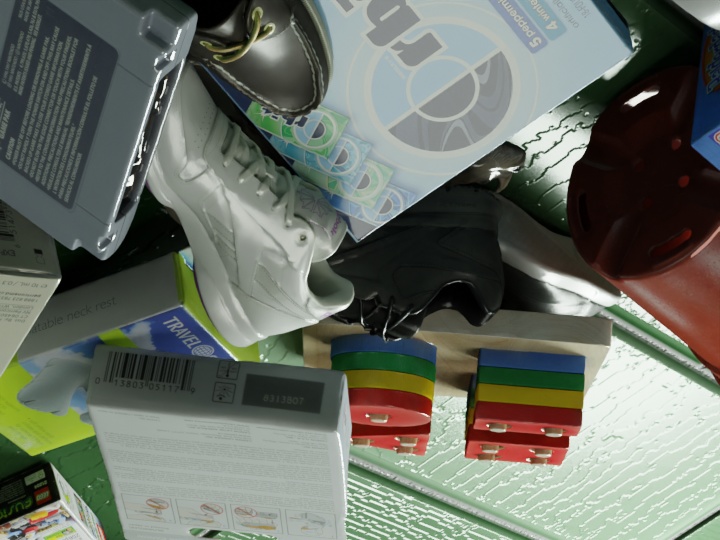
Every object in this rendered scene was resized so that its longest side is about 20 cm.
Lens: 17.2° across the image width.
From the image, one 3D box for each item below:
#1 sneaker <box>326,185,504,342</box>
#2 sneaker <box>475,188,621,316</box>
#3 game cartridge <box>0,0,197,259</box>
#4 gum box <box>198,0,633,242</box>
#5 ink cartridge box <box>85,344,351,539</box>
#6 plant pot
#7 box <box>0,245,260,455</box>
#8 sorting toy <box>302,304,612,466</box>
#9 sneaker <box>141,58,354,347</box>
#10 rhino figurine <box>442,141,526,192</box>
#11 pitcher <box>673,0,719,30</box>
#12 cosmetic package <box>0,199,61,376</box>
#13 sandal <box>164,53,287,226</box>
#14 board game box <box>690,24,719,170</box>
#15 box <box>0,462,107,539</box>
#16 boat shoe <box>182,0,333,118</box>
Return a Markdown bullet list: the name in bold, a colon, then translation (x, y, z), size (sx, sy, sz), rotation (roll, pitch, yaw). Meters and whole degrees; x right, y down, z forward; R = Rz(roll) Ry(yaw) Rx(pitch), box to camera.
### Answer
- **sneaker**: translation (0.000, 0.000, 1.467), size (0.198, 0.092, 0.076), rotation (-5, 160, -14)
- **sneaker**: translation (0.094, 0.012, 1.631), size (0.099, 0.071, 0.200), rotation (-40, 146, 18)
- **game cartridge**: translation (-0.166, -0.105, 1.283), size (0.042, 0.133, 0.201), rotation (-43, 166, -38)
- **gum box**: translation (0.025, -0.136, 1.349), size (0.199, 0.045, 0.170), rotation (-33, 116, 18)
- **ink cartridge box**: translation (-0.086, 0.121, 1.550), size (0.161, 0.057, 0.200), rotation (5, 154, 5)
- **plant pot**: translation (0.251, -0.028, 1.572), size (0.200, 0.202, 0.195), rotation (-39, 135, 24)
- **box**: translation (-0.157, 0.052, 1.545), size (0.199, 0.048, 0.122), rotation (-19, 148, 16)
- **sorting toy**: translation (0.058, 0.080, 1.594), size (0.197, 0.070, 0.200), rotation (4, 166, 0)
- **sneaker**: translation (-0.064, -0.048, 1.363), size (0.099, 0.075, 0.201), rotation (-10, 128, 18)
- **rhino figurine**: translation (0.043, -0.090, 1.474), size (0.087, 0.060, 0.200), rotation (-27, 149, 18)
- **pitcher**: translation (0.253, -0.234, 1.355), size (0.200, 0.121, 0.171), rotation (-50, 154, 19)
- **cosmetic package**: translation (-0.263, 0.026, 1.430), size (0.087, 0.104, 0.200), rotation (6, 136, -32)
- **sandal**: translation (-0.087, -0.067, 1.439), size (0.081, 0.055, 0.201), rotation (-19, 146, -3)
- **board game box**: translation (0.292, -0.077, 1.475), size (0.200, 0.153, 0.045), rotation (38, 130, -20)
- **box**: translation (-0.291, 0.213, 1.733), size (0.199, 0.035, 0.110), rotation (-24, 146, 3)
- **boat shoe**: translation (-0.080, -0.147, 1.270), size (0.071, 0.061, 0.201), rotation (-29, 125, 17)
